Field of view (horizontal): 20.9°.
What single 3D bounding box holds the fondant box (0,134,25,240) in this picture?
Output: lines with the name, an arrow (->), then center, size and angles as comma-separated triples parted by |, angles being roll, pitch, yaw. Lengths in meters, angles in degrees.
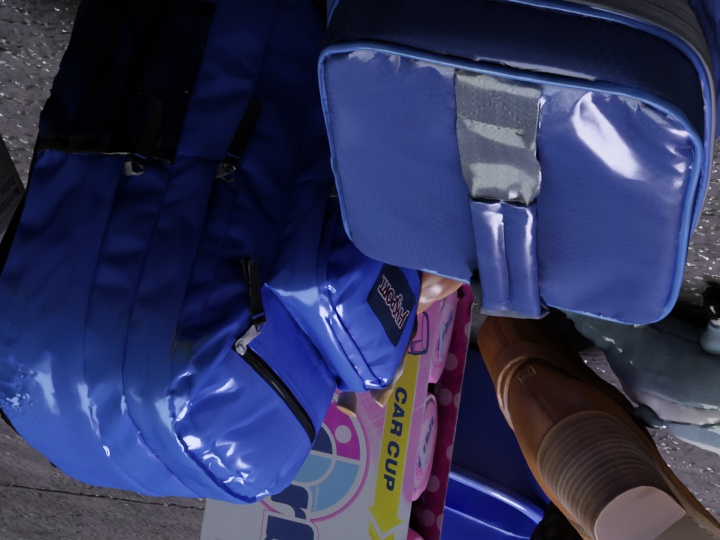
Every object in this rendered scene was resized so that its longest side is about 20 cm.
fondant box -> -0.246, -0.090, 0.820 | 0.143, 0.058, 0.201 | -5, 121, 26

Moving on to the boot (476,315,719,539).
boot -> 0.133, 0.117, 1.021 | 0.200, 0.077, 0.156 | 43, -171, -40

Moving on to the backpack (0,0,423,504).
backpack -> -0.061, -0.007, 0.814 | 0.166, 0.202, 0.163 | 7, 155, 27

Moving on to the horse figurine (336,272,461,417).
horse figurine -> 0.000, 0.000, 0.915 | 0.199, 0.133, 0.050 | 11, 153, 50

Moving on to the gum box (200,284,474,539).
gum box -> -0.013, 0.087, 1.019 | 0.112, 0.202, 0.066 | 11, -172, 19

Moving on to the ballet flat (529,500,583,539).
ballet flat -> 0.113, 0.148, 1.077 | 0.056, 0.200, 0.067 | -12, 111, 34

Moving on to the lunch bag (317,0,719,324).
lunch bag -> 0.059, -0.062, 0.677 | 0.135, 0.133, 0.200 | 14, 157, 12

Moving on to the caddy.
caddy -> 0.026, 0.106, 1.134 | 0.198, 0.106, 0.141 | 24, 159, -12

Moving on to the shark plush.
shark plush -> 0.173, 0.035, 0.958 | 0.199, 0.091, 0.084 | 36, 141, 13
